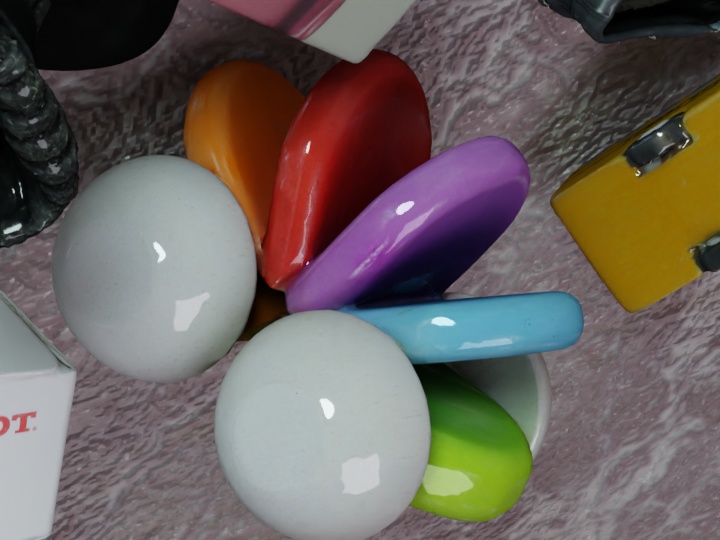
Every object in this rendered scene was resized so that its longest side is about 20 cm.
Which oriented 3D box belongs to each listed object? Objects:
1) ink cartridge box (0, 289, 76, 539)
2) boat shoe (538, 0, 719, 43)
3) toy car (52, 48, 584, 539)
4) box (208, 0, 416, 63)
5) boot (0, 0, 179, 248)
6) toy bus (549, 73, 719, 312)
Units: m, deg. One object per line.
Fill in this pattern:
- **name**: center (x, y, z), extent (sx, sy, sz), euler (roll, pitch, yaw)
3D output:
- **ink cartridge box**: center (-0.201, 0.111, 1.023), extent (0.145, 0.084, 0.201), euler (-7, 121, -34)
- **boat shoe**: center (0.155, -0.125, 1.080), extent (0.199, 0.066, 0.075), euler (-5, 135, -35)
- **toy car**: center (0.000, 0.000, 0.999), extent (0.150, 0.200, 0.175), euler (-54, 159, 18)
- **box**: center (-0.046, -0.166, 0.828), extent (0.200, 0.109, 0.128), euler (18, 121, -49)
- **boot**: center (-0.113, -0.073, 0.844), extent (0.211, 0.158, 0.079), euler (17, 122, -48)
- **toy bus**: center (0.177, -0.059, 1.119), extent (0.200, 0.065, 0.078), euler (-34, -177, 28)
